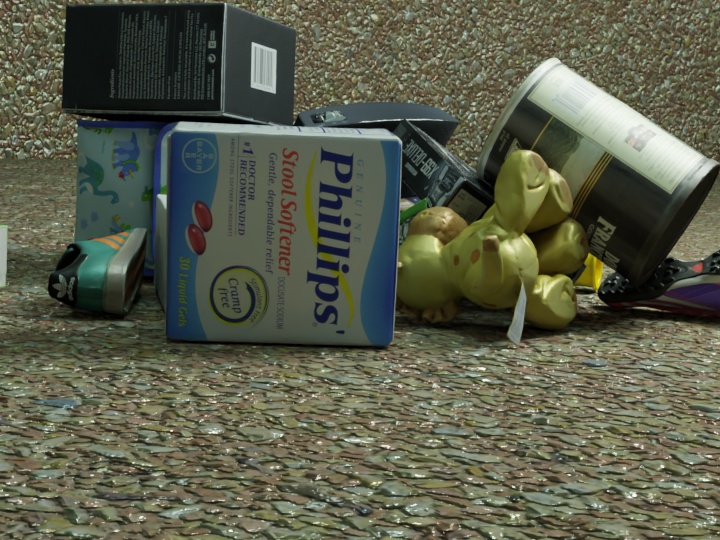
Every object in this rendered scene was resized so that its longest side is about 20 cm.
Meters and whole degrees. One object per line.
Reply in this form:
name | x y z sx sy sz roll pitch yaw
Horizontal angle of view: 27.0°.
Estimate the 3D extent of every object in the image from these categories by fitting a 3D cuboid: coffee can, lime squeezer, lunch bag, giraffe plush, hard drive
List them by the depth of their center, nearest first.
giraffe plush | 0.103 -0.006 1.419 0.161 0.173 0.200 -4 37 35
lime squeezer | -0.035 -0.035 1.467 0.198 0.071 0.038 1 19 8
coffee can | 0.238 -0.100 1.509 0.199 0.147 0.146 36 18 16
hard drive | -0.002 -0.128 1.630 0.199 0.135 0.043 -7 55 -34
lunch bag | -0.207 -0.078 1.640 0.198 0.172 0.127 4 5 13

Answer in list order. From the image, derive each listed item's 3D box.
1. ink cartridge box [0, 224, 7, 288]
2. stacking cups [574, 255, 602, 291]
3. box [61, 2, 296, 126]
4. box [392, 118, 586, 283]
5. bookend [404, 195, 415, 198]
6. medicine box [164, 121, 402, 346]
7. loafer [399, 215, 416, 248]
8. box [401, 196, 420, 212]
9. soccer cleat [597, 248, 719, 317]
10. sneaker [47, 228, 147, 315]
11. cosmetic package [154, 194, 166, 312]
ink cartridge box | -0.467 -0.018 1.495 0.198 0.068 0.117 7 9 24
stacking cups | 0.176 -0.010 1.720 0.198 0.061 0.060 2 7 19
box | -0.198 -0.224 1.671 0.195 0.125 0.200 2 1 20
box | 0.128 -0.065 1.580 0.199 0.050 0.158 31 12 -35
bookend | 0.052 -0.077 2.021 0.197 0.093 0.200 2 7 -5
medicine box | -0.069 -0.034 1.315 0.198 0.184 0.103 2 8 -4
loafer | 0.000 0.000 1.530 0.198 0.069 0.076 -10 42 12
box | 0.092 -0.035 1.657 0.199 0.033 0.121 33 21 23
soccer cleat | 0.344 0.022 1.547 0.199 0.074 0.068 -11 31 27
sneaker | -0.253 -0.005 1.457 0.079 0.072 0.200 7 9 -2
cosmetic package | -0.163 -0.017 1.477 0.073 0.103 0.200 1 9 -10
